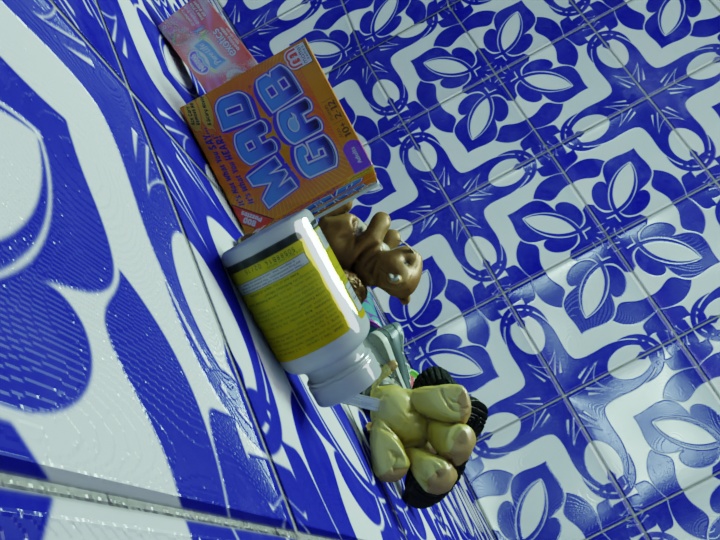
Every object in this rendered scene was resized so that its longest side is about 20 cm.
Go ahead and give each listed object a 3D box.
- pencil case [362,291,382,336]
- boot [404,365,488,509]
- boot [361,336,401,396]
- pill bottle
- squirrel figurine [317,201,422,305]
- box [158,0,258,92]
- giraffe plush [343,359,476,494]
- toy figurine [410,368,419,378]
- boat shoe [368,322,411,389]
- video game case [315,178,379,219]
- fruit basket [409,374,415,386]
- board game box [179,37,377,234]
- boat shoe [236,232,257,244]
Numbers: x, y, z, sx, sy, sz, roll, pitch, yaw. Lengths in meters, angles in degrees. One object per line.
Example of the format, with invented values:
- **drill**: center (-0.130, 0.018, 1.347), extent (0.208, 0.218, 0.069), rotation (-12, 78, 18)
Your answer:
- **pencil case**: center (-0.003, 0.098, 1.507), extent (0.200, 0.085, 0.093), rotation (-109, 175, -70)
- **boot**: center (0.117, 0.275, 1.279), extent (0.079, 0.211, 0.158), rotation (34, -2, -28)
- **boot**: center (0.017, 0.176, 1.349), extent (0.154, 0.073, 0.204), rotation (59, -2, 27)
- **pill bottle**: center (-0.058, 0.044, 0.838), extent (0.200, 0.111, 0.111), rotation (62, 3, -7)
- **squirrel figurine**: center (0.000, 0.000, 1.270), extent (0.187, 0.200, 0.142), rotation (37, -17, 24)
- **box**: center (-0.229, -0.341, 1.265), extent (0.200, 0.095, 0.103), rotation (52, 1, 12)
- **giraffe plush**: center (0.069, 0.244, 1.150), extent (0.200, 0.173, 0.162), rotation (28, -19, 15)
- **toy figurine**: center (0.155, 0.347, 1.839), extent (0.200, 0.150, 0.184), rotation (39, 18, -13)
- **boat shoe**: center (0.074, 0.186, 1.414), extent (0.073, 0.062, 0.200), rotation (13, -51, 50)
- **video game case**: center (-0.097, -0.172, 1.254), extent (0.183, 0.200, 0.022), rotation (63, 4, 9)
- **fruit basket**: center (0.076, 0.213, 1.555), extent (0.200, 0.094, 0.185), rotation (41, 11, -21)
- **board game box**: center (-0.109, -0.182, 1.134), extent (0.200, 0.200, 0.200), rotation (62, 2, 1)
- **boat shoe**: center (-0.083, 0.005, 1.003), extent (0.200, 0.067, 0.072), rotation (44, 19, -44)
